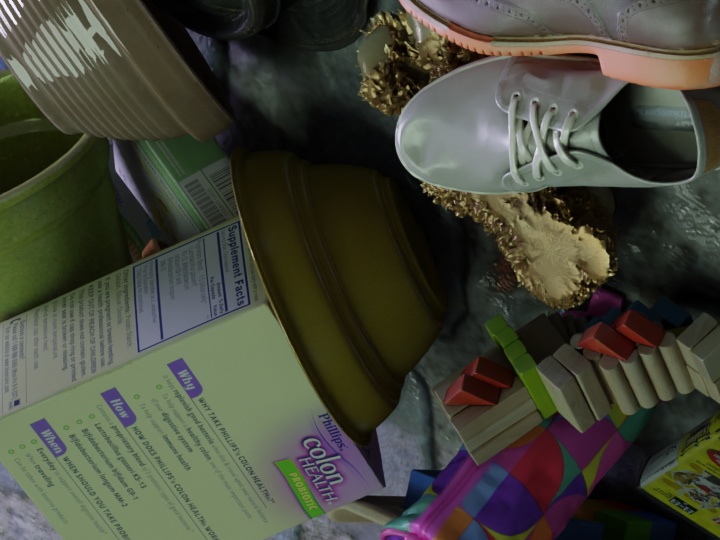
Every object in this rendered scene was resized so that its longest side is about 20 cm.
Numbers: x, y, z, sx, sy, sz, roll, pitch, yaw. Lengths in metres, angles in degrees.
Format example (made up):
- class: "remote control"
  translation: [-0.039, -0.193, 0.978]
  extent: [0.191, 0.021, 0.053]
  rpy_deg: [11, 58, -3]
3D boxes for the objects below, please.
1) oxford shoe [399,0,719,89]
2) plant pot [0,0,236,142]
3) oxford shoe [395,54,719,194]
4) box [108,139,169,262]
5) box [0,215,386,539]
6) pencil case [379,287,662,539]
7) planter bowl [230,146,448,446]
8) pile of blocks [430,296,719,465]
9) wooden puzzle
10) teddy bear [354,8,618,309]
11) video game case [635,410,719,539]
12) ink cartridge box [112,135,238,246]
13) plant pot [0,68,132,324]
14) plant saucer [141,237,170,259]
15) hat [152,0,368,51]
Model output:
- class: "oxford shoe"
  translation: [0.102, -0.145, 1.042]
  extent: [0.199, 0.071, 0.073]
  rpy_deg: [15, 122, 35]
- class: "plant pot"
  translation: [-0.166, -0.147, 1.269]
  extent: [0.201, 0.092, 0.201]
  rpy_deg: [55, -177, -4]
- class: "oxford shoe"
  translation: [0.101, -0.072, 1.069]
  extent: [0.199, 0.058, 0.076]
  rpy_deg: [0, 109, 31]
- class: "box"
  translation: [-0.242, -0.043, 1.592]
  extent: [0.199, 0.101, 0.113]
  rpy_deg: [10, 134, 49]
- class: "box"
  translation: [-0.112, 0.088, 1.325]
  extent: [0.097, 0.199, 0.176]
  rpy_deg: [-101, -16, -51]
- class: "pencil case"
  translation: [0.098, 0.108, 1.231]
  extent: [0.088, 0.200, 0.089]
  rpy_deg: [33, 158, 15]
- class: "planter bowl"
  translation: [0.000, 0.000, 1.295]
  extent: [0.200, 0.083, 0.202]
  rpy_deg: [-23, -90, -81]
- class: "pile of blocks"
  translation: [0.127, 0.041, 1.169]
  extent: [0.199, 0.082, 0.062]
  rpy_deg: [-15, 139, 15]
- class: "wooden puzzle"
  translation: [0.107, 0.160, 1.349]
  extent: [0.199, 0.185, 0.047]
  rpy_deg: [11, 93, 44]
- class: "teddy bear"
  translation: [0.077, -0.075, 1.164]
  extent: [0.200, 0.067, 0.145]
  rpy_deg: [41, 134, 12]
- class: "video game case"
  translation: [0.273, 0.137, 1.155]
  extent: [0.199, 0.026, 0.181]
  rpy_deg: [32, 152, -4]
- class: "ink cartridge box"
  translation: [-0.111, -0.028, 1.436]
  extent: [0.146, 0.048, 0.200]
  rpy_deg: [53, 161, 21]
- class: "plant pot"
  translation: [-0.230, -0.006, 1.399]
  extent: [0.200, 0.200, 0.185]
  rpy_deg: [16, 135, 44]
- class: "plant saucer"
  translation: [-0.088, 0.060, 1.487]
  extent: [0.200, 0.037, 0.200]
  rpy_deg: [46, -179, -1]
- class: "hat"
  translation: [-0.088, -0.190, 1.213]
  extent: [0.200, 0.081, 0.201]
  rpy_deg: [35, 151, 23]
